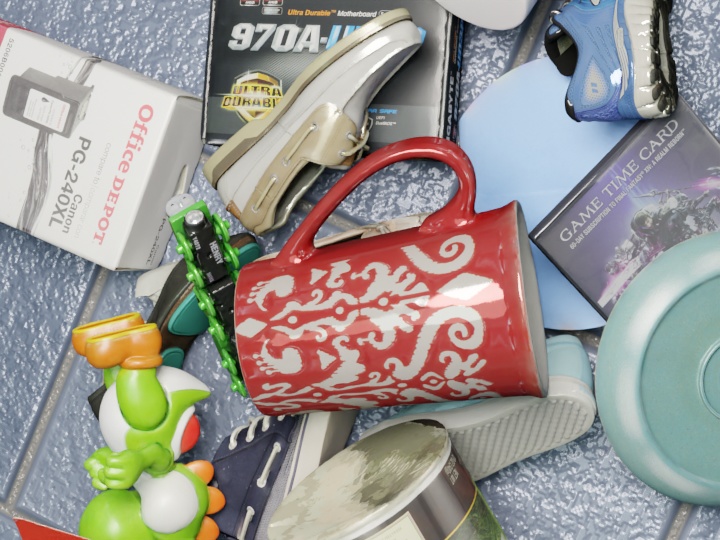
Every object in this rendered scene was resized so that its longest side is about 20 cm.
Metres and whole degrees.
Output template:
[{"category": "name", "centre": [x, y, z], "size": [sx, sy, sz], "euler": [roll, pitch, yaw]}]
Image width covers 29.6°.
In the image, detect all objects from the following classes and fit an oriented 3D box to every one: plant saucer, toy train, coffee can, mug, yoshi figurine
[{"category": "plant saucer", "centre": [0.263, 0.073, 0.956], "size": [0.198, 0.027, 0.203], "euler": [-2, 100, -10]}, {"category": "toy train", "centre": [-0.103, 0.019, 1.005], "size": [0.041, 0.201, 0.056], "euler": [-28, 49, -13]}, {"category": "coffee can", "centre": [0.045, 0.229, 0.958], "size": [0.145, 0.147, 0.201], "euler": [-28, 102, 11]}, {"category": "mug", "centre": [0.020, 0.013, 0.945], "size": [0.198, 0.133, 0.180], "euler": [-10, 78, 12]}, {"category": "yoshi figurine", "centre": [-0.177, 0.141, 1.014], "size": [0.111, 0.112, 0.202], "euler": [-6, 102, 29]}]

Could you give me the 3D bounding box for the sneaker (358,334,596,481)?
[{"category": "sneaker", "centre": [0.088, 0.103, 1.025], "size": [0.198, 0.082, 0.074], "euler": [-18, 128, 26]}]

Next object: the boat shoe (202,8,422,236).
[{"category": "boat shoe", "centre": [-0.024, -0.104, 0.981], "size": [0.200, 0.075, 0.069], "euler": [-40, 80, 27]}]

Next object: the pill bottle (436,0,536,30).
[{"category": "pill bottle", "centre": [0.124, -0.274, 0.948], "size": [0.113, 0.114, 0.201], "euler": [30, 73, 11]}]

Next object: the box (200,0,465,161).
[{"category": "box", "centre": [-0.020, -0.168, 1.038], "size": [0.198, 0.046, 0.161], "euler": [6, 92, 20]}]

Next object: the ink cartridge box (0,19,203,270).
[{"category": "ink cartridge box", "centre": [-0.237, -0.102, 1.079], "size": [0.198, 0.083, 0.147], "euler": [22, 95, 12]}]

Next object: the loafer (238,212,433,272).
[{"category": "loafer", "centre": [0.000, 0.000, 1.021], "size": [0.198, 0.063, 0.073], "euler": [-12, 82, 23]}]

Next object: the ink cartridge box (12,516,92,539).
[{"category": "ink cartridge box", "centre": [-0.186, 0.281, 1.030], "size": [0.160, 0.201, 0.050], "euler": [14, 49, 12]}]

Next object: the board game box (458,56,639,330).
[{"category": "board game box", "centre": [0.156, -0.057, 1.016], "size": [0.156, 0.039, 0.203], "euler": [-4, 87, 19]}]

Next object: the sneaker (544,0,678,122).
[{"category": "sneaker", "centre": [0.170, -0.186, 0.958], "size": [0.088, 0.079, 0.202], "euler": [-11, 50, 25]}]

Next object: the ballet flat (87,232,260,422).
[{"category": "ballet flat", "centre": [-0.157, 0.042, 1.074], "size": [0.068, 0.068, 0.201], "euler": [36, 98, 22]}]

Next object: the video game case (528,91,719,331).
[{"category": "video game case", "centre": [0.233, -0.004, 0.960], "size": [0.143, 0.019, 0.200], "euler": [-45, 103, 0]}]

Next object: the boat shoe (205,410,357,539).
[{"category": "boat shoe", "centre": [-0.061, 0.125, 1.047], "size": [0.092, 0.075, 0.202], "euler": [18, 93, 18]}]
